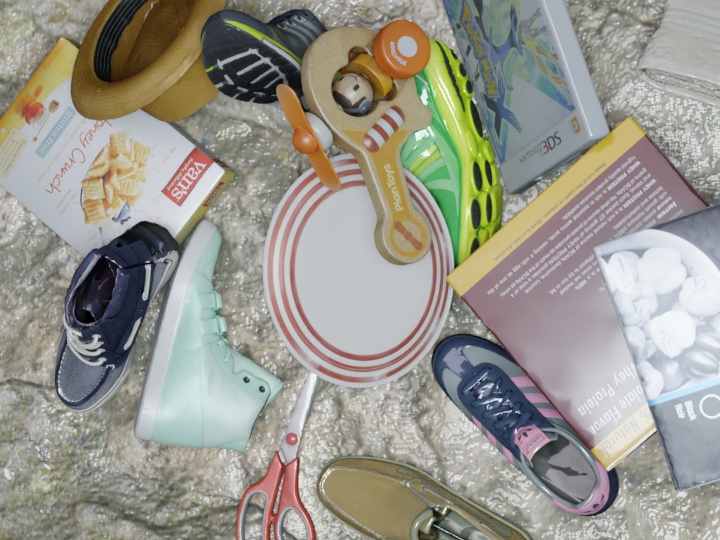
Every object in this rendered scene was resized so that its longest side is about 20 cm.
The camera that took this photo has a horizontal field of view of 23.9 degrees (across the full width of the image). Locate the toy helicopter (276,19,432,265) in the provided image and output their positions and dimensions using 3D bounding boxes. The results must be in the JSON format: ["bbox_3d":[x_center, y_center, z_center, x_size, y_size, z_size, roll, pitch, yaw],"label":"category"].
[{"bbox_3d":[0.004,-0.099,1.380,0.132,0.079,0.201,-16,88,-29],"label":"toy helicopter"}]

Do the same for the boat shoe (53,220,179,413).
[{"bbox_3d":[-0.233,0.050,1.472,0.075,0.093,0.200,33,115,14],"label":"boat shoe"}]

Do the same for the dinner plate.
[{"bbox_3d":[0.000,0.000,1.461,0.200,0.024,0.201,0,89,35],"label":"dinner plate"}]

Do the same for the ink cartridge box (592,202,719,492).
[{"bbox_3d":[0.300,0.043,1.274,0.199,0.043,0.199,-20,85,9],"label":"ink cartridge box"}]

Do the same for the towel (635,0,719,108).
[{"bbox_3d":[0.337,-0.180,1.386,0.199,0.035,0.133,18,57,14],"label":"towel"}]

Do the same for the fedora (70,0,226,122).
[{"bbox_3d":[-0.163,-0.192,1.473,0.200,0.082,0.201,-27,40,25],"label":"fedora"}]

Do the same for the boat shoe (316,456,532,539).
[{"bbox_3d":[0.052,0.209,1.439,0.199,0.076,0.072,18,92,13],"label":"boat shoe"}]

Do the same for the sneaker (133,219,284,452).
[{"bbox_3d":[-0.121,0.061,1.494,0.118,0.074,0.201,14,77,-9],"label":"sneaker"}]

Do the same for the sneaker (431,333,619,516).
[{"bbox_3d":[0.136,0.125,1.421,0.200,0.082,0.070,41,97,11],"label":"sneaker"}]

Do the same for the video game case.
[{"bbox_3d":[0.128,-0.178,1.391,0.022,0.182,0.201,-16,83,-18],"label":"video game case"}]

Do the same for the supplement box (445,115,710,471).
[{"bbox_3d":[0.214,0.021,1.382,0.197,0.133,0.200,-42,80,8],"label":"supplement box"}]

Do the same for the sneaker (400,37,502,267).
[{"bbox_3d":[0.066,-0.096,1.458,0.083,0.074,0.201,-17,82,29],"label":"sneaker"}]

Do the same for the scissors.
[{"bbox_3d":[-0.070,0.159,1.499,0.073,0.014,0.201,4,90,14],"label":"scissors"}]

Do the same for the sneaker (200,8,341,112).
[{"bbox_3d":[-0.070,-0.184,1.430,0.074,0.200,0.081,-20,70,25],"label":"sneaker"}]

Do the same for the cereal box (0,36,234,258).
[{"bbox_3d":[-0.232,-0.093,1.530,0.200,0.040,0.144,39,96,11],"label":"cereal box"}]
